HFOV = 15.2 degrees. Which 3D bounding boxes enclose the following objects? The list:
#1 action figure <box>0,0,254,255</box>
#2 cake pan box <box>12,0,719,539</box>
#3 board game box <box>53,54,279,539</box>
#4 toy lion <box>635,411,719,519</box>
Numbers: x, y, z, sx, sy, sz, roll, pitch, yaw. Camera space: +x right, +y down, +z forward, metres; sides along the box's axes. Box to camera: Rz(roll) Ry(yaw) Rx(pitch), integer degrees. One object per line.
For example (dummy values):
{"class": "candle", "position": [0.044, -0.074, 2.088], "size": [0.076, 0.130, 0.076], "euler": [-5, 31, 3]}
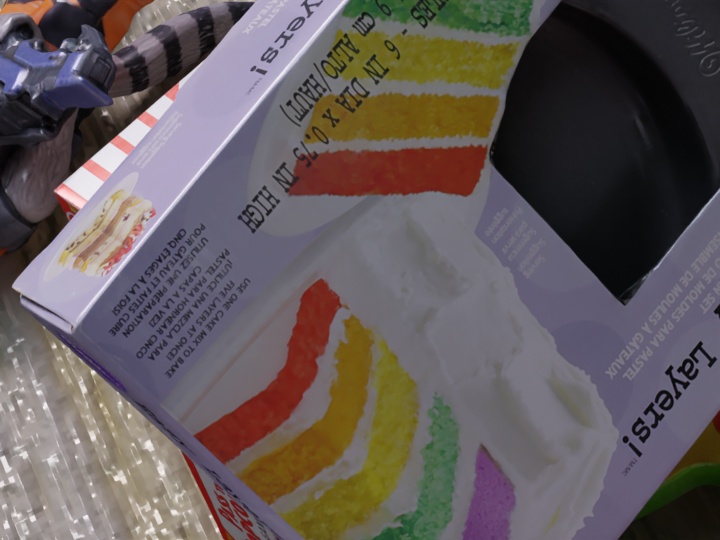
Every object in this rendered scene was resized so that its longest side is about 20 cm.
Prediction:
{"class": "action figure", "position": [-0.112, -0.065, 1.021], "size": [0.199, 0.105, 0.194], "euler": [9, 56, 54]}
{"class": "cake pan box", "position": [0.031, -0.006, 0.776], "size": [0.200, 0.184, 0.052], "euler": [-49, 30, -10]}
{"class": "board game box", "position": [0.000, 0.000, 0.865], "size": [0.151, 0.201, 0.046], "euler": [-42, 52, -19]}
{"class": "toy lion", "position": [0.141, 0.055, 0.859], "size": [0.191, 0.069, 0.201], "euler": [32, 79, 17]}
